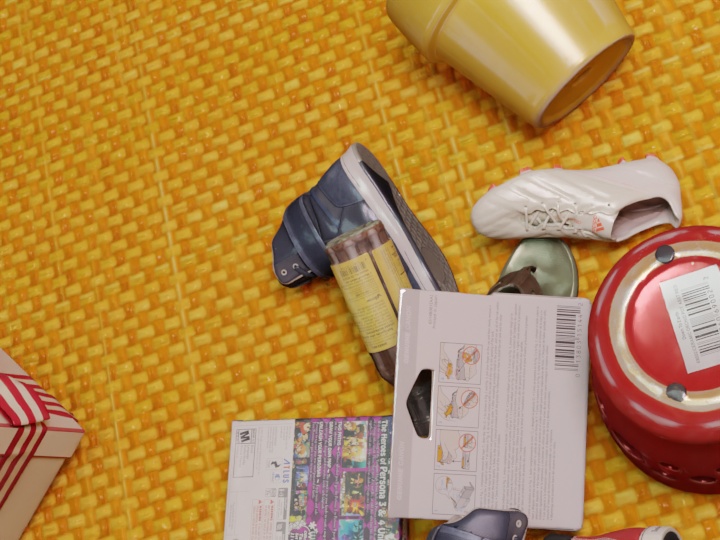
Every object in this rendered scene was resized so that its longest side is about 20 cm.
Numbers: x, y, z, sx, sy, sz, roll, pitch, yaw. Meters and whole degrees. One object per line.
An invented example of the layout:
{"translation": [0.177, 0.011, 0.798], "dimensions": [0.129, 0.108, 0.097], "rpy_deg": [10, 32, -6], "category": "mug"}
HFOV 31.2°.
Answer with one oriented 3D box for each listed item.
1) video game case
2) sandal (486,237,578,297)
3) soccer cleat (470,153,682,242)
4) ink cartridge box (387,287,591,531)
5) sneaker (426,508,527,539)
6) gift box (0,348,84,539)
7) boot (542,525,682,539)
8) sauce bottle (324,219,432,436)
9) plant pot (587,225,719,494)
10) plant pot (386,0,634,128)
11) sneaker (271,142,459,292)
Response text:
{"translation": [-0.043, 0.240, 1.212], "dimensions": [0.178, 0.036, 0.203], "rpy_deg": [-5, 69, 18], "category": "video game case"}
{"translation": [0.144, 0.046, 1.195], "dimensions": [0.079, 0.058, 0.202], "rpy_deg": [20, 64, 22], "category": "sandal"}
{"translation": [0.202, -0.058, 1.201], "dimensions": [0.197, 0.070, 0.078], "rpy_deg": [-11, 49, 1], "category": "soccer cleat"}
{"translation": [0.112, 0.121, 1.137], "dimensions": [0.173, 0.045, 0.203], "rpy_deg": [4, 84, -4], "category": "ink cartridge box"}
{"translation": [0.131, 0.279, 1.045], "dimensions": [0.201, 0.077, 0.148], "rpy_deg": [31, 59, -12], "category": "sneaker"}
{"translation": [-0.402, 0.164, 1.295], "dimensions": [0.184, 0.199, 0.188], "rpy_deg": [36, 100, 23], "category": "gift box"}
{"translation": [0.209, 0.321, 1.083], "dimensions": [0.143, 0.072, 0.203], "rpy_deg": [-13, 78, 37], "category": "boot"}
{"translation": [0.031, 0.056, 1.195], "dimensions": [0.064, 0.065, 0.203], "rpy_deg": [-21, 97, 11], "category": "sauce bottle"}
{"translation": [0.284, 0.072, 1.078], "dimensions": [0.197, 0.182, 0.204], "rpy_deg": [-8, 68, 19], "category": "plant pot"}
{"translation": [0.157, -0.250, 1.249], "dimensions": [0.200, 0.201, 0.189], "rpy_deg": [-41, 79, 1], "category": "plant pot"}
{"translation": [0.000, 0.000, 1.270], "dimensions": [0.146, 0.077, 0.204], "rpy_deg": [-38, 75, 17], "category": "sneaker"}
